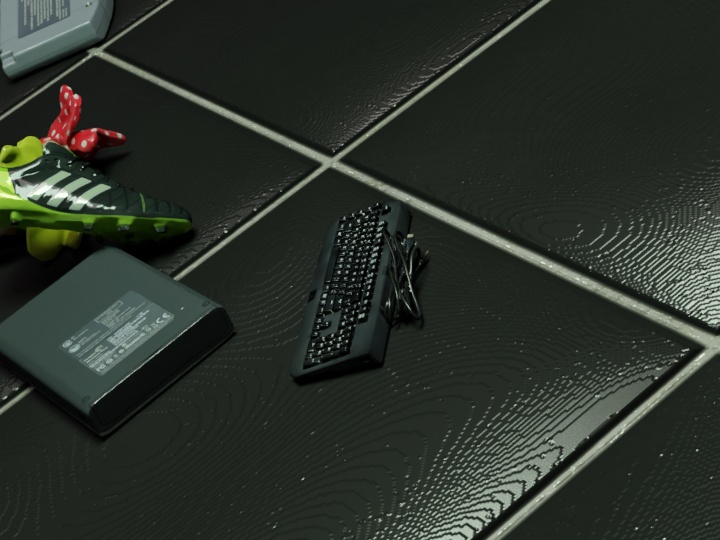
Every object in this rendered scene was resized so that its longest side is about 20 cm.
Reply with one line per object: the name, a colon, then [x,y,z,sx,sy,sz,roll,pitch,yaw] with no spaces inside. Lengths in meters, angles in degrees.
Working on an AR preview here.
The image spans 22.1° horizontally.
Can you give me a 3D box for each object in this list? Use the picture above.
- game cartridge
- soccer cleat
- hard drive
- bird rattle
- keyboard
game cartridge: [-0.347,-0.299,2.101,0.132,0.042,0.201,-19,36,4]
soccer cleat: [-0.244,-0.068,1.607,0.198,0.068,0.082,6,72,-4]
hard drive: [-0.210,0.051,1.512,0.139,0.033,0.200,-39,34,-19]
bird rattle: [-0.318,-0.087,1.735,0.163,0.113,0.201,-35,26,17]
keyboard: [0.000,0.000,1.429,0.103,0.040,0.201,-15,35,19]
